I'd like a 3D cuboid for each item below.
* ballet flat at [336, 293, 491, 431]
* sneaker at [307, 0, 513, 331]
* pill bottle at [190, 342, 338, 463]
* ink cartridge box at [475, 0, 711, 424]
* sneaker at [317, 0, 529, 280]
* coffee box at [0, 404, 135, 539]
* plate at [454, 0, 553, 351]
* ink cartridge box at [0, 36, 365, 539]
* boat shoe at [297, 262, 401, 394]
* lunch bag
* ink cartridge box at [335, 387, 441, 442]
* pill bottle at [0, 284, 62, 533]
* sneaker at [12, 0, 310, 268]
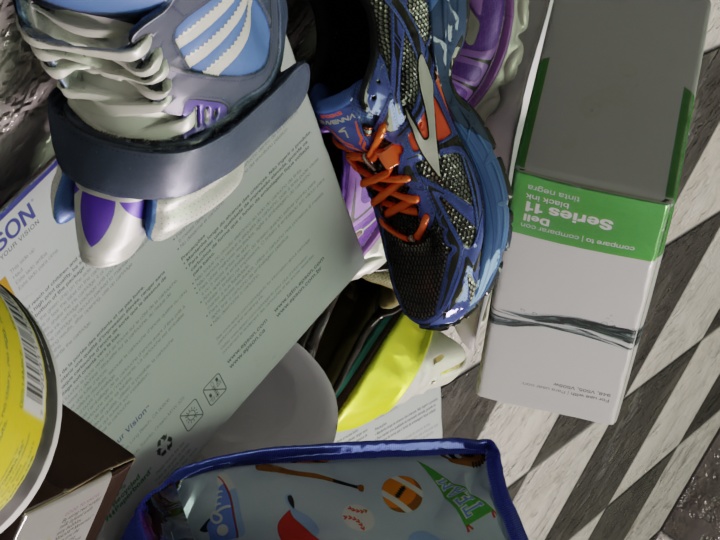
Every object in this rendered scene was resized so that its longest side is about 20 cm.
[{"bbox_3d":[0.036,0.026,1.288,0.067,0.067,0.200,-48,-167,48],"label":"ballet flat"},{"bbox_3d":[0.011,-0.068,1.040,0.078,0.075,0.200,-16,95,-40],"label":"sneaker"},{"bbox_3d":[-0.085,0.127,1.162,0.112,0.112,0.200,-40,157,-42],"label":"pill bottle"},{"bbox_3d":[0.121,-0.034,1.192,0.200,0.083,0.147,95,8,-52],"label":"ink cartridge box"},{"bbox_3d":[0.013,-0.086,1.112,0.083,0.081,0.200,21,98,-55],"label":"sneaker"},{"bbox_3d":[-0.187,0.131,0.889,0.080,0.113,0.200,-22,143,-62],"label":"coffee box"},{"bbox_3d":[0.079,-0.090,1.249,0.200,0.032,0.200,96,8,-50],"label":"plate"},{"bbox_3d":[-0.091,-0.008,0.983,0.196,0.043,0.200,-48,141,-25],"label":"ink cartridge box"},{"bbox_3d":[0.000,0.000,1.216,0.200,0.065,0.073,-59,151,-11],"label":"boat shoe"},{"bbox_3d":[-0.037,0.170,1.051,0.200,0.124,0.170,4,133,-28],"label":"lunch bag"},{"bbox_3d":[-0.008,0.097,1.359,0.196,0.043,0.200,-23,112,-61],"label":"ink cartridge box"},{"bbox_3d":[-0.178,0.029,0.722,0.114,0.114,0.200,-54,163,-6],"label":"pill bottle"},{"bbox_3d":[-0.085,-0.065,0.823,0.200,0.080,0.147,-24,129,-70],"label":"sneaker"}]
